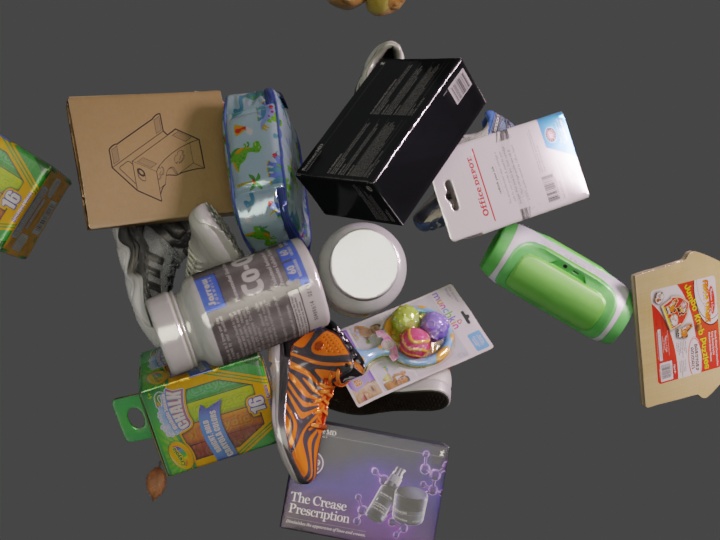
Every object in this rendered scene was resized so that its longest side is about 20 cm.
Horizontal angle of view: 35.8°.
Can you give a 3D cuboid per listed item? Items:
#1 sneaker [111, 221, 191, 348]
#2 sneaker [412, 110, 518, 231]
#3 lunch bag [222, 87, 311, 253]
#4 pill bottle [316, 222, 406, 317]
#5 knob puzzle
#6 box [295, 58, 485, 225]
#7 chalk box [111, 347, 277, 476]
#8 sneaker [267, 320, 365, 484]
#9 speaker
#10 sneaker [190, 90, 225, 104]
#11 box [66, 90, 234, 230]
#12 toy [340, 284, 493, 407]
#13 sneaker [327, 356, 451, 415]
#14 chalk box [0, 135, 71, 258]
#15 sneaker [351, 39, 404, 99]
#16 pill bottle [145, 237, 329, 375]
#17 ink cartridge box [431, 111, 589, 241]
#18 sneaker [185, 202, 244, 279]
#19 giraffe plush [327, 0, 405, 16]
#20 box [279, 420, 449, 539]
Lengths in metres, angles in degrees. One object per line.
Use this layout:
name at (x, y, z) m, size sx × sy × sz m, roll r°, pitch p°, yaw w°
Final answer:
sneaker at (-0.250, -0.005, 1.453) m, size 0.113 × 0.075 × 0.202 m, roll -17°, pitch 84°, yaw -1°
sneaker at (0.133, -0.135, 1.488) m, size 0.200 × 0.077 × 0.085 m, roll -43°, pitch 83°, yaw -14°
lunch bag at (-0.116, -0.117, 1.411) m, size 0.081 × 0.161 × 0.202 m, roll -11°, pitch 65°, yaw 4°
pill bottle at (0.000, 0.000, 1.401) m, size 0.111 × 0.200 × 0.114 m, roll 0°, pitch 86°, yaw -2°
knob puzzle at (0.443, 0.071, 1.484) m, size 0.217 × 0.030 × 0.223 m, roll -3°, pitch 97°, yaw -24°
box at (0.037, -0.159, 1.341) m, size 0.201 × 0.140 × 0.079 m, roll -55°, pitch 131°, yaw -21°
chalk box at (-0.209, 0.165, 1.401) m, size 0.198 × 0.124 × 0.126 m, roll -18°, pitch 112°, yaw -4°
sneaker at (-0.048, 0.154, 1.357) m, size 0.111 × 0.078 × 0.203 m, roll -10°, pitch 79°, yaw 13°
speaker at (0.260, 0.015, 1.470) m, size 0.199 × 0.088 × 0.089 m, roll 30°, pitch 85°, yaw 0°
sneaker at (-0.221, -0.146, 1.440) m, size 0.084 × 0.077 × 0.202 m, roll 22°, pitch 64°, yaw 2°
box at (-0.253, -0.139, 1.380) m, size 0.198 × 0.021 × 0.165 m, roll -7°, pitch 80°, yaw -28°
toy at (0.059, 0.084, 1.433) m, size 0.198 × 0.047 × 0.116 m, roll -24°, pitch 57°, yaw -13°
sneaker at (0.022, 0.139, 1.470) m, size 0.197 × 0.073 × 0.085 m, roll 2°, pitch 50°, yaw 6°
chalk box at (-0.495, -0.122, 1.420) m, size 0.199 × 0.124 × 0.125 m, roll 30°, pitch 85°, yaw 0°
sneaker at (0.015, -0.209, 1.476) m, size 0.073 × 0.089 × 0.203 m, roll 11°, pitch 87°, yaw -3°
pill bottle at (-0.146, 0.046, 1.324) m, size 0.198 × 0.114 × 0.115 m, roll -20°, pitch 87°, yaw -10°
ink cartridge box at (0.176, -0.114, 1.415) m, size 0.198 × 0.067 × 0.117 m, roll -18°, pitch 91°, yaw -15°
sneaker at (-0.185, -0.008, 1.401) m, size 0.080 × 0.201 × 0.077 m, roll -23°, pitch 57°, yaw -3°
giraffe plush at (0.017, -0.451, 1.455) m, size 0.171 × 0.162 × 0.202 m, roll -23°, pitch 87°, yaw -4°
box at (0.005, 0.277, 1.444) m, size 0.197 × 0.079 × 0.143 m, roll 10°, pitch 83°, yaw -2°
